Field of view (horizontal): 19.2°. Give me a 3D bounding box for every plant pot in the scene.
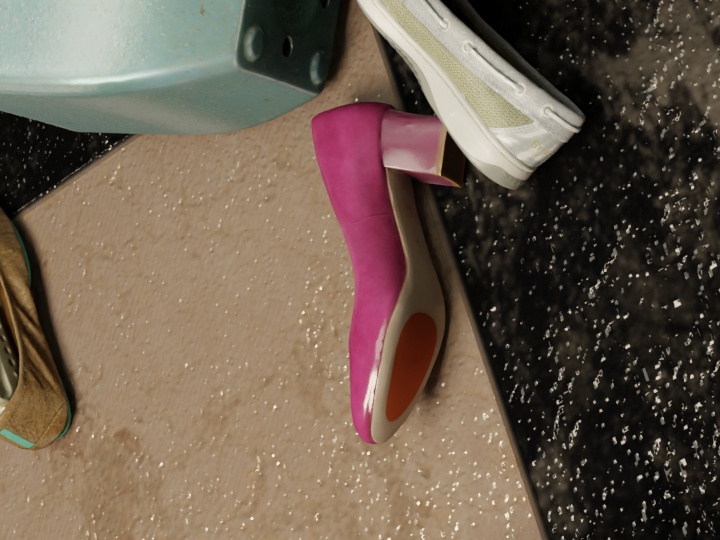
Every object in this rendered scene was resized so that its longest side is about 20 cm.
[{"bbox_3d":[-0.120,-0.181,1.286,0.200,0.196,0.196,9,89,26],"label":"plant pot"}]

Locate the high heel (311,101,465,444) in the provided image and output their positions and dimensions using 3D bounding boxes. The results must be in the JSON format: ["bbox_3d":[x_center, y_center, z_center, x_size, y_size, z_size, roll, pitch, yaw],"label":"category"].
[{"bbox_3d":[0.000,0.000,1.235,0.096,0.067,0.200,5,72,29],"label":"high heel"}]

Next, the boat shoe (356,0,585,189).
[{"bbox_3d":[0.053,-0.141,1.214,0.065,0.074,0.202,-39,66,20],"label":"boat shoe"}]

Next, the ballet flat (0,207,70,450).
[{"bbox_3d":[-0.254,0.029,1.427,0.068,0.072,0.200,-34,64,30],"label":"ballet flat"}]
